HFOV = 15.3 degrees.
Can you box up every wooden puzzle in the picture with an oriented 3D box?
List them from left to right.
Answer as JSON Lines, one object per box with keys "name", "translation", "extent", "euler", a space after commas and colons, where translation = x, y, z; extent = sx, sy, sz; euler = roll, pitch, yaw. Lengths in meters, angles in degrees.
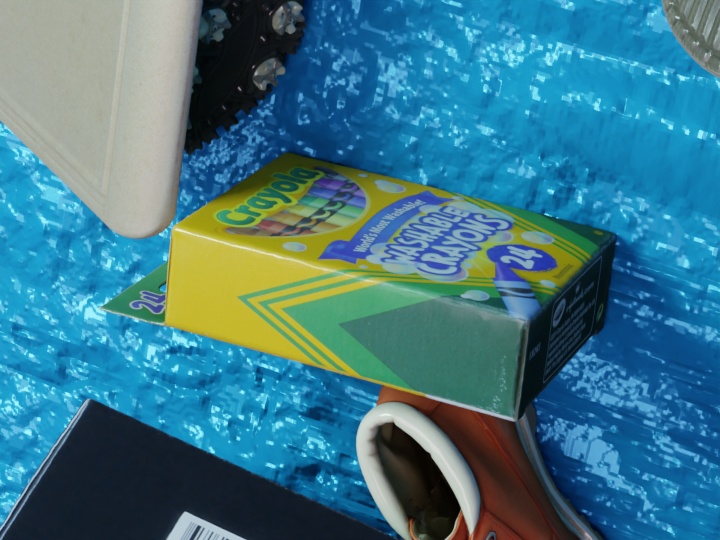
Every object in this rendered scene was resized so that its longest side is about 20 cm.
{"name": "wooden puzzle", "translation": [-0.127, -0.135, 1.220], "extent": [0.200, 0.037, 0.186], "euler": [36, 125, 47]}

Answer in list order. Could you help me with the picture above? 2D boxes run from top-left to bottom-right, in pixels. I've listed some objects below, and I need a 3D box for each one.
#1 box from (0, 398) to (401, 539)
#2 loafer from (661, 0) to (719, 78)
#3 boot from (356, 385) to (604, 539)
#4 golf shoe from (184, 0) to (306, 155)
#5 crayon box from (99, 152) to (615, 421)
{"name": "box", "translation": [-0.063, 0.189, 1.247], "extent": [0.199, 0.124, 0.197], "euler": [23, 150, 14]}
{"name": "loafer", "translation": [0.201, -0.099, 1.088], "extent": [0.200, 0.068, 0.076], "euler": [35, 115, 45]}
{"name": "boot", "translation": [0.058, 0.131, 1.233], "extent": [0.075, 0.107, 0.201], "euler": [-23, 100, 25]}
{"name": "golf shoe", "translation": [-0.068, -0.146, 1.220], "extent": [0.088, 0.077, 0.201], "euler": [44, 125, 34]}
{"name": "crayon box", "translation": [0.000, 0.000, 1.198], "extent": [0.199, 0.126, 0.052], "euler": [14, 113, 19]}
